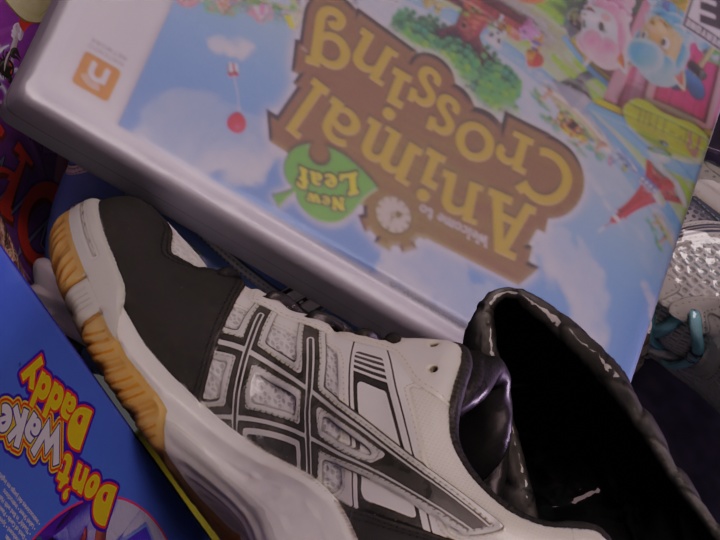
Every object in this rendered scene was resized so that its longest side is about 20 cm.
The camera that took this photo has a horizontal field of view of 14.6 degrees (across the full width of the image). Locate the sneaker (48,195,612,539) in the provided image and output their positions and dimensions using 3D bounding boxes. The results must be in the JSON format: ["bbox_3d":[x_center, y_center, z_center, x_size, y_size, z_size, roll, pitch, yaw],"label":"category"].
[{"bbox_3d":[-0.005,0.042,0.733,0.087,0.076,0.200,-38,59,-4],"label":"sneaker"}]

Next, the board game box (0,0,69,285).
[{"bbox_3d":[-0.122,-0.096,0.822,0.200,0.032,0.120,59,44,-38],"label":"board game box"}]

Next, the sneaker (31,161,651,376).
[{"bbox_3d":[0.000,0.000,0.841,0.199,0.076,0.078,6,92,-23],"label":"sneaker"}]

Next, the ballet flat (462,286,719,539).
[{"bbox_3d":[0.072,0.083,0.717,0.066,0.057,0.200,-26,47,-12],"label":"ballet flat"}]

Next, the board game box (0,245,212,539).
[{"bbox_3d":[-0.105,0.085,0.690,0.044,0.200,0.135,8,58,27],"label":"board game box"}]

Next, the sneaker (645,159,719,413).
[{"bbox_3d":[0.079,-0.008,0.929,0.086,0.078,0.200,-23,65,-29],"label":"sneaker"}]

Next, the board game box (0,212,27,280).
[{"bbox_3d":[-0.174,0.008,0.691,0.096,0.201,0.160,8,46,28],"label":"board game box"}]

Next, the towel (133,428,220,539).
[{"bbox_3d":[-0.034,0.074,0.851,0.086,0.018,0.200,44,52,8],"label":"towel"}]

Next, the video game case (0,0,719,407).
[{"bbox_3d":[0.015,-0.070,0.831,0.199,0.022,0.183,30,60,-14],"label":"video game case"}]
